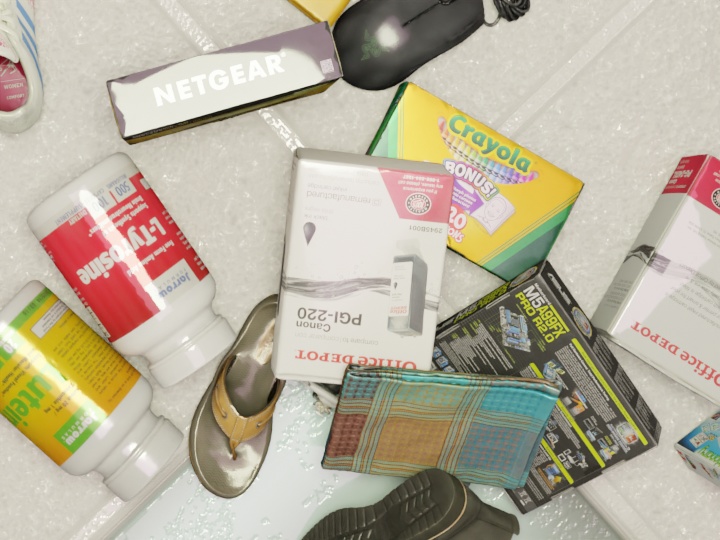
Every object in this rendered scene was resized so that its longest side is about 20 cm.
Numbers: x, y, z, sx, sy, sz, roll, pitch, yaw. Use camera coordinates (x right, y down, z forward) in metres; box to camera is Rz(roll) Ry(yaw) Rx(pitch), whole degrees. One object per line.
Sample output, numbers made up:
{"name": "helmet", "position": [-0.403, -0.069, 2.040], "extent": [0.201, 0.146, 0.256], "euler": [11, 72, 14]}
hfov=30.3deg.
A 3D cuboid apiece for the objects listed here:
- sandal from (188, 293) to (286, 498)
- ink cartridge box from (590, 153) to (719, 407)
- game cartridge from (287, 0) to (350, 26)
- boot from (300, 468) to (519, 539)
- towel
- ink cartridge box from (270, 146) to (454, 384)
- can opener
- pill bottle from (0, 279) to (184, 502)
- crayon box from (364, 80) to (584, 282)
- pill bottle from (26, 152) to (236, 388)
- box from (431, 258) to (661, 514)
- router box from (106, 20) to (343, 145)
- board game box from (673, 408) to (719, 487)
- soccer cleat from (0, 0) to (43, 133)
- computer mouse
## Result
{"name": "sandal", "position": [-0.103, 0.119, 1.260], "extent": [0.081, 0.055, 0.201], "euler": [26, 89, -8]}
{"name": "ink cartridge box", "position": [0.335, 0.010, 1.298], "extent": [0.144, 0.083, 0.201], "euler": [31, 89, -8]}
{"name": "game cartridge", "position": [-0.040, -0.360, 1.254], "extent": [0.176, 0.032, 0.201], "euler": [37, 89, -8]}
{"name": "boot", "position": [0.046, 0.272, 1.283], "extent": [0.199, 0.078, 0.138], "euler": [-28, 142, 26]}
{"name": "towel", "position": [0.072, 0.145, 1.210], "extent": [0.198, 0.022, 0.148], "euler": [5, 133, -9]}
{"name": "ink cartridge box", "position": [0.000, 0.000, 1.203], "extent": [0.144, 0.085, 0.202], "euler": [5, 102, -6]}
{"name": "can opener", "position": [0.026, 0.145, 1.280], "extent": [0.199, 0.053, 0.067], "euler": [37, 89, -8]}
{"name": "pill bottle", "position": [-0.260, 0.114, 1.210], "extent": [0.200, 0.111, 0.111], "euler": [44, 87, -8]}
{"name": "crayon box", "position": [0.099, -0.080, 1.274], "extent": [0.199, 0.058, 0.120], "euler": [28, 91, -8]}
{"name": "pill bottle", "position": [-0.204, 0.003, 1.212], "extent": [0.112, 0.112, 0.201], "euler": [-35, 97, -4]}
{"name": "box", "position": [0.166, 0.114, 1.265], "extent": [0.160, 0.044, 0.201], "euler": [-33, 97, 25]}
{"name": "router box", "position": [-0.123, -0.165, 1.191], "extent": [0.198, 0.157, 0.053], "euler": [-16, 95, -6]}
{"name": "board game box", "position": [0.389, 0.161, 1.255], "extent": [0.126, 0.200, 0.035], "euler": [-37, 99, -4]}
{"name": "soccer cleat", "position": [-0.325, -0.225, 1.196], "extent": [0.069, 0.086, 0.202], "euler": [-13, 94, -7]}
{"name": "computer mouse", "position": [0.057, -0.251, 1.262], "extent": [0.199, 0.053, 0.139], "euler": [-38, 98, -4]}
